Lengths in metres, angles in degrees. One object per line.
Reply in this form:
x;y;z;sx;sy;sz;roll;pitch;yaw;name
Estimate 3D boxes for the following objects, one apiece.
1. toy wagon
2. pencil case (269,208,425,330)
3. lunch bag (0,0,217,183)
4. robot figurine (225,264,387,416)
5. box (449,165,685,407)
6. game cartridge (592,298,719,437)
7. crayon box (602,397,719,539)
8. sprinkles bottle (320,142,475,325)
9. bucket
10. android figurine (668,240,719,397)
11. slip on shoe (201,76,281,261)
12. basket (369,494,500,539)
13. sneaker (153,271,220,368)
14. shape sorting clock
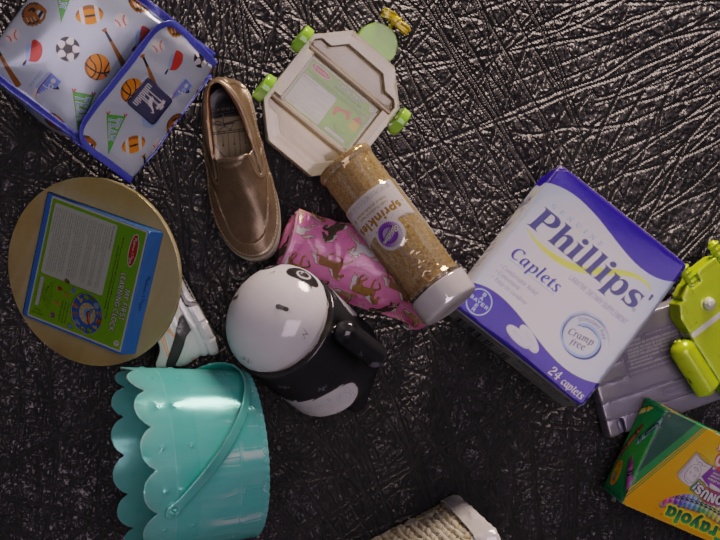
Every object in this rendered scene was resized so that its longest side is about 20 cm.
-0.018;-0.201;1.654;0.155;0.040;0.201;39;83;-11;toy wagon
0.000;0.000;1.642;0.198;0.083;0.087;19;59;-12;pencil case
-0.271;-0.214;1.558;0.199;0.124;0.171;38;87;-16;lunch bag
-0.057;0.076;1.585;0.150;0.125;0.200;-32;137;14;robot figurine
0.224;0.019;1.661;0.183;0.105;0.201;38;83;1;box
0.360;0.103;1.747;0.198;0.038;0.131;-17;91;-11;game cartridge
0.394;0.242;1.727;0.199;0.058;0.120;24;94;-18;crayon box
0.039;-0.039;1.589;0.068;0.068;0.201;-35;79;-9;sprinkles bottle
-0.179;0.194;1.551;0.133;0.207;0.210;-3;92;-19;bucket
0.438;0.062;1.727;0.181;0.041;0.201;-34;100;-9;android figurine
-0.132;-0.110;1.601;0.075;0.061;0.202;-8;84;6;slip on shoe
0.092;0.377;1.612;0.160;0.200;0.200;-23;96;-8;basket
-0.226;0.015;1.598;0.079;0.074;0.201;-27;94;-3;sneaker
-0.280;0.001;1.570;0.198;0.039;0.202;3;100;19;shape sorting clock
